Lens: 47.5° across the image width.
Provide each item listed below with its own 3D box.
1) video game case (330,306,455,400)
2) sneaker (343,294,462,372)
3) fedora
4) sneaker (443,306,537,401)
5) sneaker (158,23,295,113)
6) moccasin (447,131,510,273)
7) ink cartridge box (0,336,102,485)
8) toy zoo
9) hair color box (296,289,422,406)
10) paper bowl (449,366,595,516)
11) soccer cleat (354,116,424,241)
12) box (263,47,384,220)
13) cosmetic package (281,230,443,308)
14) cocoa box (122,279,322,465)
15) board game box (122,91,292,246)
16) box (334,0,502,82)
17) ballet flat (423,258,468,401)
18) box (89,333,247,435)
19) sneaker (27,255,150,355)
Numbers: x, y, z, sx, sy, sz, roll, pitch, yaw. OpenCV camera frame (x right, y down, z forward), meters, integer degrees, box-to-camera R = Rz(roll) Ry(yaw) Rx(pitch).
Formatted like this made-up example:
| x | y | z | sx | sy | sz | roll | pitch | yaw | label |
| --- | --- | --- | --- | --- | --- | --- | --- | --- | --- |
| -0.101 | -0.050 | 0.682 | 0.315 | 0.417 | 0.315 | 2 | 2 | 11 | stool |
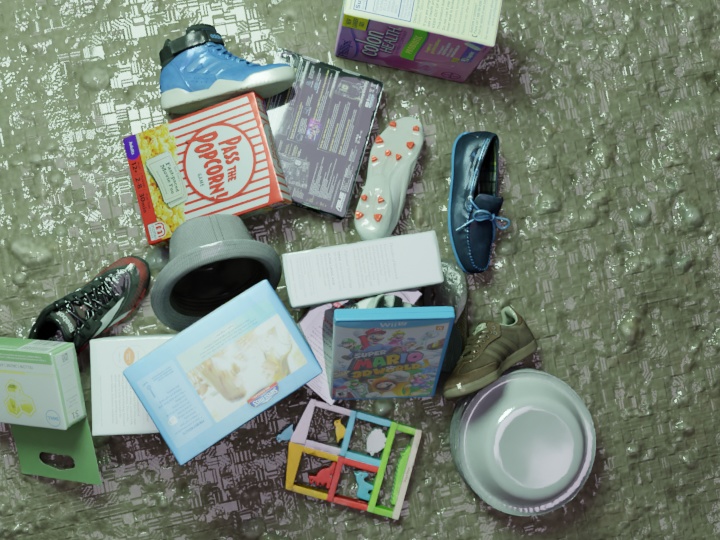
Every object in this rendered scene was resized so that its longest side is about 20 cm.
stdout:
| x | y | z | sx | sy | sz | roll | pitch | yaw | label |
| --- | --- | --- | --- | --- | --- | --- | --- | --- | --- |
| 0.035 | 0.108 | 1.027 | 0.141 | 0.201 | 0.018 | -1 | 54 | -4 | video game case |
| 0.056 | 0.081 | 1.091 | 0.199 | 0.088 | 0.075 | 31 | 65 | -38 | sneaker |
| -0.197 | -0.007 | 1.085 | 0.175 | 0.201 | 0.091 | -13 | 63 | -15 | fedora |
| 0.166 | 0.113 | 1.124 | 0.199 | 0.070 | 0.076 | -23 | 84 | -46 | sneaker |
| -0.186 | -0.286 | 1.108 | 0.198 | 0.077 | 0.113 | -7 | 89 | 22 | sneaker |
| 0.165 | -0.098 | 1.149 | 0.080 | 0.068 | 0.203 | -4 | 90 | -47 | moccasin |
| -0.417 | 0.188 | 1.048 | 0.144 | 0.048 | 0.202 | 1 | 105 | 23 | ink cartridge box |
| -0.024 | 0.261 | 1.156 | 0.198 | 0.020 | 0.133 | 16 | 87 | -5 | toy zoo |
| -0.020 | 0.074 | 1.141 | 0.111 | 0.064 | 0.200 | 40 | 86 | -3 | hair color box |
| 0.230 | 0.240 | 1.142 | 0.198 | 0.104 | 0.203 | 0 | 90 | -6 | paper bowl |
| 0.040 | -0.125 | 1.157 | 0.069 | 0.078 | 0.202 | 13 | 67 | 19 | soccer cleat |
| -0.070 | -0.190 | 1.153 | 0.158 | 0.044 | 0.202 | 16 | 87 | -5 | box |
| 0.000 | 0.000 | 1.064 | 0.198 | 0.102 | 0.075 | -11 | 88 | -7 | cosmetic package |
| -0.162 | 0.119 | 0.993 | 0.199 | 0.131 | 0.134 | -33 | 90 | -7 | cocoa box |
| -0.207 | -0.134 | 1.104 | 0.198 | 0.046 | 0.153 | -18 | 85 | 11 | board game box |
| 0.073 | -0.342 | 1.106 | 0.198 | 0.176 | 0.098 | 12 | 87 | -6 | box |
| 0.129 | 0.085 | 1.170 | 0.067 | 0.046 | 0.203 | -7 | 83 | 17 | ballet flat |
| -0.251 | 0.148 | 1.098 | 0.197 | 0.097 | 0.126 | -2 | 88 | -5 | box |
| -0.363 | 0.055 | 1.089 | 0.200 | 0.098 | 0.071 | -41 | 91 | -7 | sneaker |
